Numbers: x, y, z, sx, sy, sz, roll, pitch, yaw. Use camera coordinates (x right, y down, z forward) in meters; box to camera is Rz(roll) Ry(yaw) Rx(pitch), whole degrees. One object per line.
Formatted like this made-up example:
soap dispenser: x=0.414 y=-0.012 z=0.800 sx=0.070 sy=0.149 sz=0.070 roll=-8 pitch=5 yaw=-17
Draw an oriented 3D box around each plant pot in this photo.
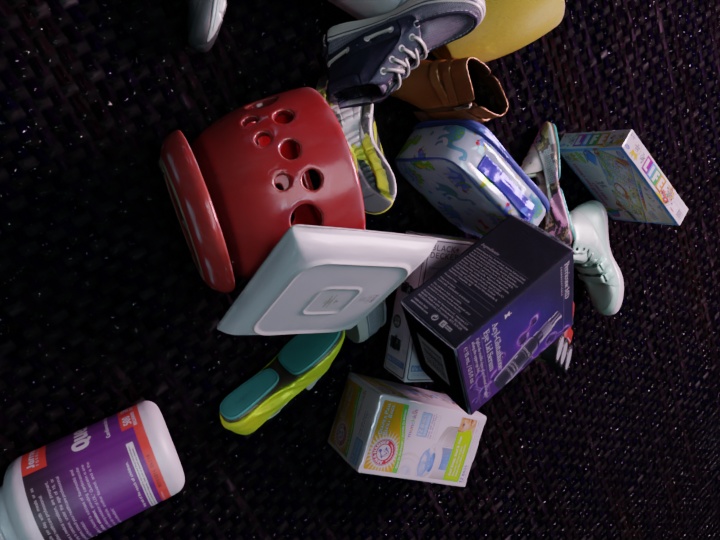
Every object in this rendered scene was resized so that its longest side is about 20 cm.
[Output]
plant pot: x=0.143 y=-0.354 z=0.752 sx=0.141 sy=0.201 sz=0.200 roll=-39 pitch=116 yaw=6
plant pot: x=-0.111 y=-0.080 z=0.642 sx=0.180 sy=0.200 sz=0.204 roll=-22 pitch=108 yaw=-18

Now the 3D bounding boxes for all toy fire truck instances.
toy fire truck: x=0.284 y=0.040 z=0.920 sx=0.176 sy=0.127 sz=0.203 roll=31 pitch=75 yaw=-59

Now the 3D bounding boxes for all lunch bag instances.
lunch bag: x=0.157 y=-0.120 z=0.799 sx=0.199 sy=0.160 sz=0.083 roll=38 pitch=81 yaw=-27

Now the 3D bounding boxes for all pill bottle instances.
pill bottle: x=-0.305 y=0.235 z=0.638 sx=0.198 sy=0.112 sz=0.114 roll=-22 pitch=108 yaw=-24

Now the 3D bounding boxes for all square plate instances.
square plate: x=-0.035 y=0.023 z=0.648 sx=0.196 sy=0.200 sz=0.029 roll=2 pitch=56 yaw=-38

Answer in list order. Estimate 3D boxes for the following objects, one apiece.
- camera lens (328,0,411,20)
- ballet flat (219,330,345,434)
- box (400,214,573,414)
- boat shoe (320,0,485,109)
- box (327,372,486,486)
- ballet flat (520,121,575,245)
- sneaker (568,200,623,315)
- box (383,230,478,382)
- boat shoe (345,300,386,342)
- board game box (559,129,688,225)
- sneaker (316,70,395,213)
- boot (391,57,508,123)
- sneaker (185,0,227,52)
camera lens: x=-0.006 y=-0.393 z=0.664 sx=0.198 sy=0.159 sz=0.162 roll=20 pitch=89 yaw=-29
ballet flat: x=-0.098 y=0.146 z=0.771 sx=0.199 sy=0.067 sz=0.068 roll=-38 pitch=135 yaw=-15
box: x=0.166 y=0.054 z=0.730 sx=0.199 sy=0.104 sz=0.149 roll=-37 pitch=136 yaw=-14
boat shoe: x=0.049 y=-0.247 z=0.661 sx=0.075 sy=0.197 sz=0.094 roll=38 pitch=45 yaw=-59
box: x=0.068 y=0.233 z=0.845 sx=0.198 sy=0.101 sz=0.114 roll=19 pitch=89 yaw=-29
ballet flat: x=0.291 y=-0.134 z=0.920 sx=0.070 sy=0.069 sz=0.204 roll=-10 pitch=90 yaw=7
sneaker: x=0.378 y=-0.008 z=0.985 sx=0.117 sy=0.073 sz=0.204 roll=-19 pitch=98 yaw=-31
box: x=0.109 y=0.052 z=0.817 sx=0.115 sy=0.060 sz=0.204 roll=6 pitch=98 yaw=-28
boat shoe: x=0.001 y=0.001 z=0.784 sx=0.071 sy=0.070 sz=0.204 roll=-26 pitch=125 yaw=-31
board game box: x=0.433 y=-0.152 z=0.958 sx=0.199 sy=0.134 sz=0.034 roll=39 pitch=80 yaw=-28
sneaker: x=-0.009 y=-0.164 z=0.749 sx=0.073 sy=0.085 sz=0.203 roll=-15 pitch=85 yaw=1
boot: x=0.084 y=-0.248 z=0.740 sx=0.199 sy=0.155 sz=0.077 roll=38 pitch=81 yaw=-28
sneaker: x=-0.190 y=-0.344 z=0.632 sx=0.083 sy=0.074 sz=0.204 roll=0 pitch=90 yaw=-22
